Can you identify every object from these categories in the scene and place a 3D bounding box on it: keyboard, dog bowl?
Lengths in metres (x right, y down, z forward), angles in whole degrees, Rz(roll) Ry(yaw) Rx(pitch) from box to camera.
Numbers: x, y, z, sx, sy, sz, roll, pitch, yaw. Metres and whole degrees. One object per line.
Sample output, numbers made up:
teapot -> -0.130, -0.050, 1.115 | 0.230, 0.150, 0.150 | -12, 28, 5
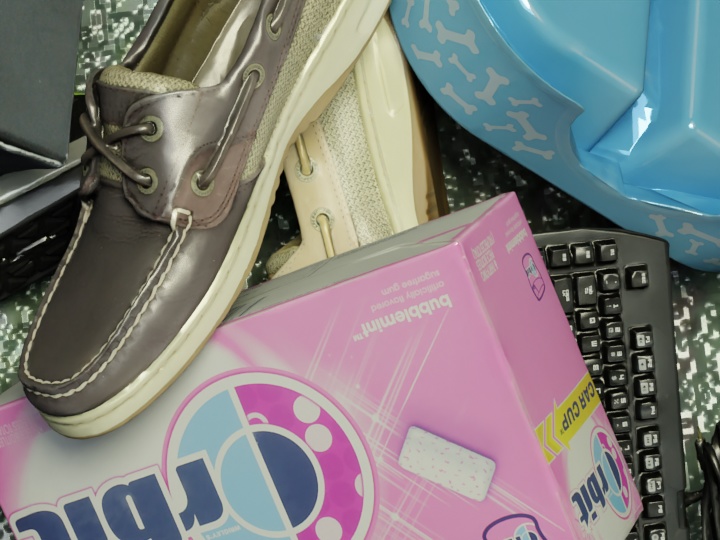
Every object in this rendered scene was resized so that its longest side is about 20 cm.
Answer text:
keyboard -> 0.092, 0.084, 0.936 | 0.103, 0.040, 0.201 | -8, 102, -13
dog bowl -> 0.091, -0.070, 0.946 | 0.199, 0.050, 0.112 | 29, 50, -27

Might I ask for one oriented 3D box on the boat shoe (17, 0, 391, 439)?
boat shoe -> -0.058, -0.045, 0.879 | 0.072, 0.065, 0.201 | 17, 72, 48

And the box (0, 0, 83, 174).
box -> -0.197, -0.133, 0.913 | 0.196, 0.124, 0.201 | -6, 73, 36

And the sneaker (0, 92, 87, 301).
sneaker -> -0.125, -0.042, 0.974 | 0.199, 0.072, 0.083 | -26, 69, -10

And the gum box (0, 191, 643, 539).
gum box -> -0.024, 0.065, 0.911 | 0.199, 0.066, 0.114 | -20, 98, 24

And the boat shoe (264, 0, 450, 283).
boat shoe -> 0.000, 0.000, 0.958 | 0.065, 0.072, 0.201 | -8, 101, 7
